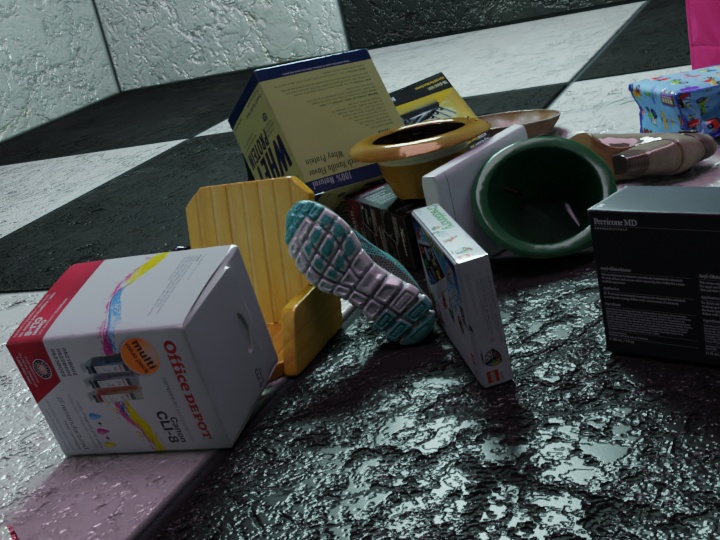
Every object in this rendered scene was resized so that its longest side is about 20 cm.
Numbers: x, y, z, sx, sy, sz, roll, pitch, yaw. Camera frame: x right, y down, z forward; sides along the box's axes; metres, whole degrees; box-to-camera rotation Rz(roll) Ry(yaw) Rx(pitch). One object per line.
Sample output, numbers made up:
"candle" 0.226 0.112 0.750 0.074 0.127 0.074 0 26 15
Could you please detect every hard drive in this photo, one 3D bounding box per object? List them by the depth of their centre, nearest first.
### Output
"hard drive" 0.156 -0.086 1.279 0.026 0.133 0.199 2 24 42

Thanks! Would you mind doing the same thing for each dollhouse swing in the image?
"dollhouse swing" -0.144 0.009 1.157 0.198 0.178 0.182 -4 21 25

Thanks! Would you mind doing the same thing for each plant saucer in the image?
"plant saucer" 0.252 -0.249 1.802 0.198 0.035 0.200 -7 14 2

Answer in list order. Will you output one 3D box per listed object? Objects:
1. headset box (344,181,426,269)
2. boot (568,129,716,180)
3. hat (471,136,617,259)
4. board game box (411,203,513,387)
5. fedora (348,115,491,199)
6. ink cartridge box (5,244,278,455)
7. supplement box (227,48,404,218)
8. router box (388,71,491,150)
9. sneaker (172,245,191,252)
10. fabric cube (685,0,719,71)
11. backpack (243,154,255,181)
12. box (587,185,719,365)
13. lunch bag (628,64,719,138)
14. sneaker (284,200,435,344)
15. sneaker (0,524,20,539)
"headset box" 0.081 -0.079 1.399 0.148 0.078 0.200 -21 22 -20
"boot" 0.397 -0.167 1.459 0.145 0.071 0.200 -13 19 -18
"hat" 0.234 -0.055 1.292 0.198 0.177 0.167 -19 63 -5
"board game box" 0.098 0.019 1.031 0.034 0.128 0.200 -15 19 -4
"fedora" 0.082 -0.142 1.333 0.198 0.083 0.201 -11 15 3
"ink cartridge box" -0.207 0.080 1.018 0.198 0.147 0.145 -7 30 21
"supplement box" -0.053 -0.187 1.496 0.198 0.201 0.134 -19 -14 -31
"router box" 0.103 -0.222 1.668 0.199 0.158 0.052 -29 -12 -37
"sneaker" -0.243 0.031 1.301 0.075 0.089 0.200 -8 21 10
"fabric cube" 0.671 -0.385 1.660 0.194 0.202 0.199 -20 20 -22
"backpack" -0.081 -0.154 1.640 0.126 0.169 0.199 15 21 43
"box" 0.310 0.004 0.901 0.199 0.143 0.079 6 27 44
"lunch bag" 0.535 -0.270 1.560 0.198 0.095 0.151 -23 19 -5
"sneaker" 0.000 0.000 1.123 0.078 0.200 0.091 -47 -2 14
"sneaker" -0.256 0.246 0.709 0.074 0.081 0.200 -20 20 -12
